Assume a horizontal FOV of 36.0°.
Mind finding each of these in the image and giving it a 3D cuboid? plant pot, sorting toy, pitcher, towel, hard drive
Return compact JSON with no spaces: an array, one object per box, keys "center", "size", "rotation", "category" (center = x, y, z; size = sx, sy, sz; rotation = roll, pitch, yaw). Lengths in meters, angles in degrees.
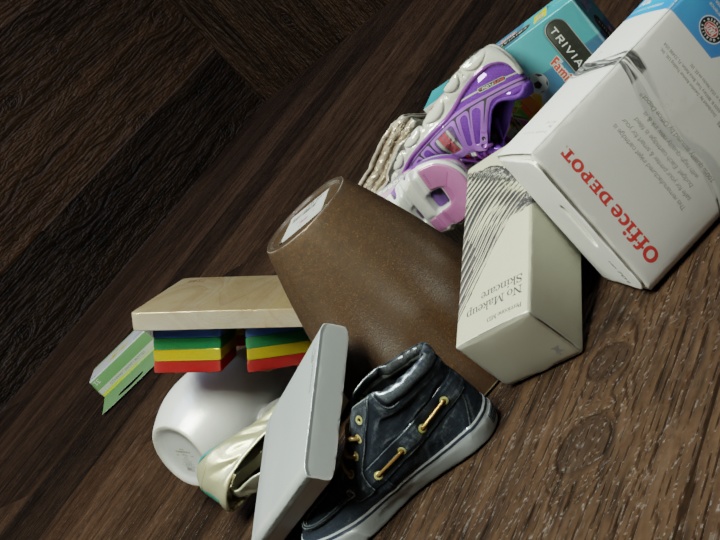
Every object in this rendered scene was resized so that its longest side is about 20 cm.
[{"center":[0.017,0.021,0.983],"size":[0.187,0.200,0.187],"rotation":[-41,15,13],"category":"plant pot"},{"center":[-0.112,0.056,1.153],"size":[0.196,0.070,0.200],"rotation":[-2,9,6],"category":"sorting toy"},{"center":[-0.115,0.141,1.206],"size":[0.171,0.122,0.200],"rotation":[-6,27,43],"category":"pitcher"},{"center":[0.035,-0.083,1.221],"size":[0.132,0.034,0.201],"rotation":[-17,-41,-59],"category":"towel"},{"center":[-0.055,0.149,0.947],"size":[0.200,0.026,0.133],"rotation":[121,158,-55],"category":"hard drive"}]

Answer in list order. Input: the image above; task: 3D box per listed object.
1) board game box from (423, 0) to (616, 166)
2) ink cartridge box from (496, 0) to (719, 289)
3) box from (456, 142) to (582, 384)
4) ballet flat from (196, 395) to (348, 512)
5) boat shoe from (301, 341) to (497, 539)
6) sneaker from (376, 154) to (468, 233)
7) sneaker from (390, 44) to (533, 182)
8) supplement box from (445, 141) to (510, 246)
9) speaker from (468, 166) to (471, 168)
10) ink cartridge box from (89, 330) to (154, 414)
[{"center":[0.188,-0.173,1.139],"size":[0.199,0.151,0.047],"rotation":[-33,19,36],"category":"board game box"},{"center":[0.230,-0.108,0.866],"size":[0.200,0.147,0.086],"rotation":[-45,14,-4],"category":"ink cartridge box"},{"center":[0.133,-0.014,0.921],"size":[0.082,0.068,0.201],"rotation":[-31,36,36],"category":"box"},{"center":[-0.071,0.165,1.101],"size":[0.199,0.070,0.069],"rotation":[-38,14,-7],"category":"ballet flat"},{"center":[0.008,0.143,0.891],"size":[0.200,0.091,0.071],"rotation":[-41,15,13],"category":"boat shoe"},{"center":[0.036,-0.051,1.097],"size":[0.199,0.081,0.089],"rotation":[-33,14,28],"category":"sneaker"},{"center":[0.100,-0.128,1.108],"size":[0.080,0.083,0.201],"rotation":[-31,-19,-49],"category":"sneaker"},{"center":[0.116,-0.046,1.140],"size":[0.199,0.074,0.126],"rotation":[-30,21,47],"category":"supplement box"},{"center":[0.147,-0.153,1.328],"size":[0.081,0.081,0.200],"rotation":[-48,16,-16],"category":"speaker"},{"center":[-0.437,0.175,2.057],"size":[0.145,0.048,0.200],"rotation":[-44,13,1],"category":"ink cartridge box"}]
